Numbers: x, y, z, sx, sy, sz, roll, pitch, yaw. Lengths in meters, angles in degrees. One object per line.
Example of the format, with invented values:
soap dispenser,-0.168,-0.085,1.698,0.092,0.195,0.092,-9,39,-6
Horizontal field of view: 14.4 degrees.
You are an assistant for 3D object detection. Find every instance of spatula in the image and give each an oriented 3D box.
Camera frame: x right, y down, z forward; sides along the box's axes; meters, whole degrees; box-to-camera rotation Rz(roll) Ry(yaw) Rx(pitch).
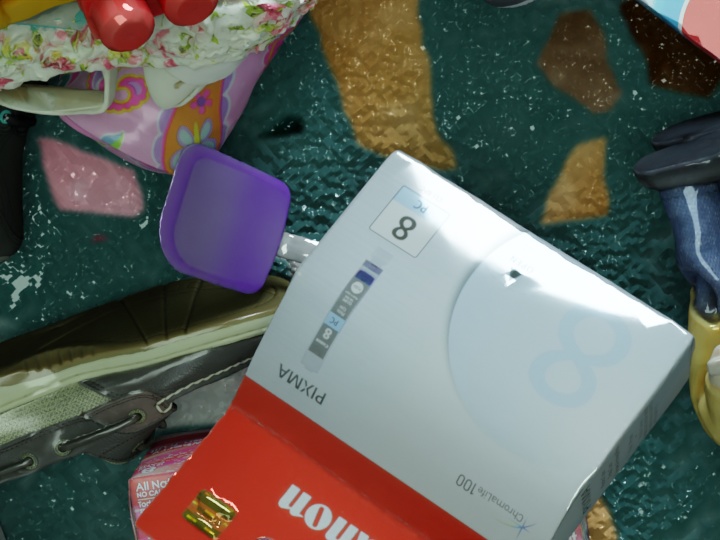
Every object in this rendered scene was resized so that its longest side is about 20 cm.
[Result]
spatula,0.000,0.000,1.291,0.200,0.021,0.057,20,84,-20

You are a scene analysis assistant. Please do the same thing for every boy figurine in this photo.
boy figurine,0.177,0.033,1.267,0.064,0.124,0.200,-14,104,23

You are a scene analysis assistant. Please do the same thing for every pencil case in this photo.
pencil case,-0.059,-0.138,1.276,0.087,0.087,0.200,29,98,-1

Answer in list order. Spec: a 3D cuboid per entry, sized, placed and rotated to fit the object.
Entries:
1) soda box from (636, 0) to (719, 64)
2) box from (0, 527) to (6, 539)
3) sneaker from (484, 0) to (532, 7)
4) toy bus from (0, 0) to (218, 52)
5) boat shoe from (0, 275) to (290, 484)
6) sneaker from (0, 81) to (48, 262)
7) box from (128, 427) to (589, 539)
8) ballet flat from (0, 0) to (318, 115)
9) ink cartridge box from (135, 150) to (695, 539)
soda box,0.175,-0.121,1.273,0.200,0.068,0.064,36,98,-2
box,-0.234,0.190,1.270,0.152,0.200,0.106,-20,96,6
sneaker,0.033,-0.214,1.219,0.078,0.112,0.200,-20,70,34
toy bus,-0.139,-0.162,1.163,0.200,0.136,0.192,-20,55,-3
boat shoe,-0.120,0.057,1.316,0.201,0.072,0.066,-17,110,2
sneaker,-0.167,-0.103,1.291,0.079,0.075,0.200,-8,97,2
box,0.003,0.114,1.298,0.200,0.100,0.096,-8,97,5
ballet flat,-0.103,-0.099,1.217,0.200,0.076,0.064,-2,116,23
ink cartridge box,0.022,0.067,1.217,0.160,0.047,0.200,33,72,18
